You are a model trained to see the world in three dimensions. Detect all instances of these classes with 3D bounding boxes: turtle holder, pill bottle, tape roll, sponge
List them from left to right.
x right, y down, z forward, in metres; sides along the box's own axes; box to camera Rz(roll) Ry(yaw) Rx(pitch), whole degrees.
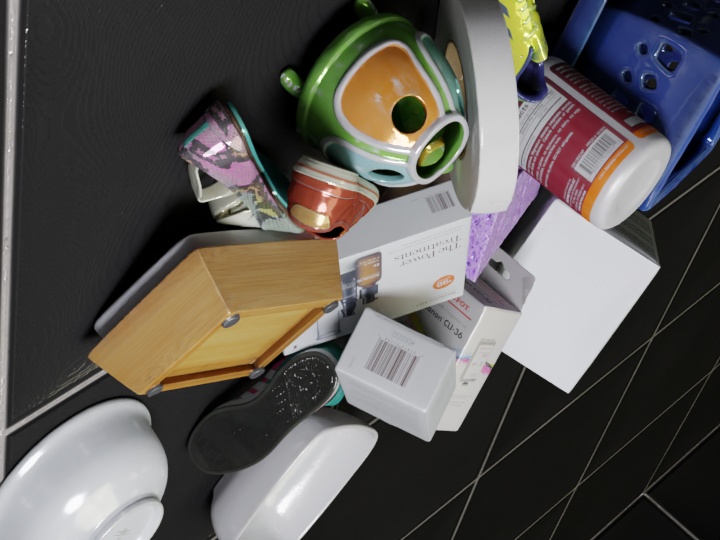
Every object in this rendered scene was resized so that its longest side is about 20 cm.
[{"bbox_3d":[0.022,-0.129,1.378,0.141,0.132,0.186,-38,156,-26],"label":"turtle holder"},{"bbox_3d":[0.102,-0.153,1.425,0.037,0.203,0.203,-5,147,-7],"label":"tape roll"},{"bbox_3d":[0.159,-0.084,1.702,0.200,0.030,0.112,-50,161,-49],"label":"sponge"},{"bbox_3d":[0.203,-0.142,1.609,0.113,0.200,0.113,-40,157,-21],"label":"pill bottle"}]

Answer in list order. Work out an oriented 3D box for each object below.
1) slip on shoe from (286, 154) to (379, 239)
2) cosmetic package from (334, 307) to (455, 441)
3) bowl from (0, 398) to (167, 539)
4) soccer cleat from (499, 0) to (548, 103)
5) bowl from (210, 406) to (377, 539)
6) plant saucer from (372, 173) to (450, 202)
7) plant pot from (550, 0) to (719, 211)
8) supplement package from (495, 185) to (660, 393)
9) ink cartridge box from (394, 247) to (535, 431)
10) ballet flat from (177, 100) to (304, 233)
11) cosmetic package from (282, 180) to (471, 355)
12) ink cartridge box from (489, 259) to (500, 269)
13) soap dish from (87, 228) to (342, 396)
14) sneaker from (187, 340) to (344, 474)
[{"bbox_3d":[-0.028,-0.058,1.354,0.200,0.074,0.061,-5,115,-85],"label":"slip on shoe"},{"bbox_3d":[0.039,0.109,1.618,0.071,0.101,0.200,-63,171,-12],"label":"cosmetic package"},{"bbox_3d":[-0.250,0.224,1.506,0.201,0.090,0.201,-40,156,-22],"label":"bowl"},{"bbox_3d":[0.146,-0.237,1.489,0.065,0.084,0.200,-38,147,-18],"label":"soccer cleat"},{"bbox_3d":[-0.085,0.235,1.859,0.200,0.075,0.200,-52,157,7],"label":"bowl"},{"bbox_3d":[0.061,-0.066,1.664,0.200,0.034,0.201,-31,149,-22],"label":"plant saucer"},{"bbox_3d":[0.308,-0.215,1.692,0.200,0.180,0.200,-37,158,-49],"label":"plant pot"},{"bbox_3d":[0.241,0.003,1.904,0.192,0.147,0.200,-56,-177,18],"label":"supplement package"},{"bbox_3d":[0.097,0.062,1.763,0.067,0.116,0.200,10,114,-45],"label":"ink cartridge box"},{"bbox_3d":[-0.103,-0.075,1.338,0.071,0.069,0.200,-31,154,3],"label":"ballet flat"},{"bbox_3d":[0.007,-0.001,1.578,0.199,0.052,0.151,-19,153,-10],"label":"cosmetic package"},{"bbox_3d":[0.058,-0.004,1.801,0.163,0.057,0.200,-48,138,0],"label":"ink cartridge box"},{"bbox_3d":[-0.119,0.036,1.399,0.157,0.081,0.200,-41,162,29],"label":"soap dish"},{"bbox_3d":[-0.087,0.135,1.687,0.200,0.084,0.121,-35,179,21],"label":"sneaker"}]
